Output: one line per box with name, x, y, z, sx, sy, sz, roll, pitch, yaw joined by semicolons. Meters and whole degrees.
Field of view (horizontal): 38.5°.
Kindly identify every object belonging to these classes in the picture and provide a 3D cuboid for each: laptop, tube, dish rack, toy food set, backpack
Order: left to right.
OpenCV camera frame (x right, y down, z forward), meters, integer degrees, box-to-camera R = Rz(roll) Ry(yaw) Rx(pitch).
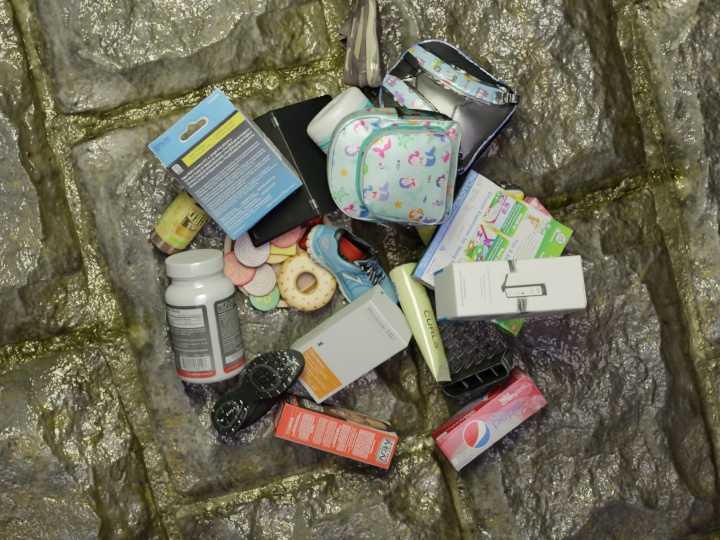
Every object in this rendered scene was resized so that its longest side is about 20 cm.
toy food set;-0.135;-0.030;1.732;0.197;0.049;0.201;3;96;-7
laptop;-0.112;-0.167;1.708;0.199;0.116;0.188;-26;88;16
backpack;0.047;-0.155;1.555;0.199;0.151;0.178;7;107;-1
tube;0.104;0.087;1.688;0.058;0.052;0.201;-11;74;-29
backpack;0.134;-0.268;1.696;0.200;0.135;0.183;39;89;4
dish rack;0.153;0.109;1.739;0.200;0.153;0.055;51;45;-9

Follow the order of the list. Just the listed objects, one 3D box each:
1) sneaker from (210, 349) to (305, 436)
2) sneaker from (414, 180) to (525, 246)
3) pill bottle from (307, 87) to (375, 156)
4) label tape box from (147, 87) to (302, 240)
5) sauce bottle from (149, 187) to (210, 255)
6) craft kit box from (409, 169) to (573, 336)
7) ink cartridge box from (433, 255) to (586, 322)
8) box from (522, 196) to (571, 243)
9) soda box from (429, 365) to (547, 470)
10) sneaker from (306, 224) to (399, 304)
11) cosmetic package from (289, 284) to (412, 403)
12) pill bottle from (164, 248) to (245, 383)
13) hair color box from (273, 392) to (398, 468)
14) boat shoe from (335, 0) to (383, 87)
sneaker;-0.162;0.197;1.718;0.200;0.091;0.076;-40;72;21
sneaker;0.188;-0.091;1.758;0.199;0.078;0.091;-19;106;1
pill bottle;0.015;-0.190;1.671;0.111;0.111;0.200;-42;104;-1
label tape box;-0.207;-0.168;1.587;0.143;0.066;0.200;-38;113;7
sauce bottle;-0.264;-0.113;1.671;0.065;0.065;0.200;37;111;-9
craft kit box;0.213;-0.028;1.670;0.197;0.049;0.201;31;83;-2
ink cartridge box;0.225;0.030;1.575;0.199;0.146;0.085;-4;84;-9
box;0.246;-0.024;1.754;0.200;0.095;0.100;-42;97;-1
soda box;0.223;0.258;1.799;0.200;0.063;0.070;-37;99;-1
sneaker;0.000;0.000;1.707;0.200;0.090;0.079;42;62;-27
cosmetic package;-0.020;0.124;1.713;0.200;0.071;0.102;-36;100;24
pill bottle;-0.256;0.073;1.683;0.115;0.116;0.201;-8;105;-6
hair color box;-0.044;0.269;1.749;0.199;0.102;0.062;18;94;-9
boat shoe;-0.004;-0.387;1.670;0.073;0.075;0.201;-5;64;7
